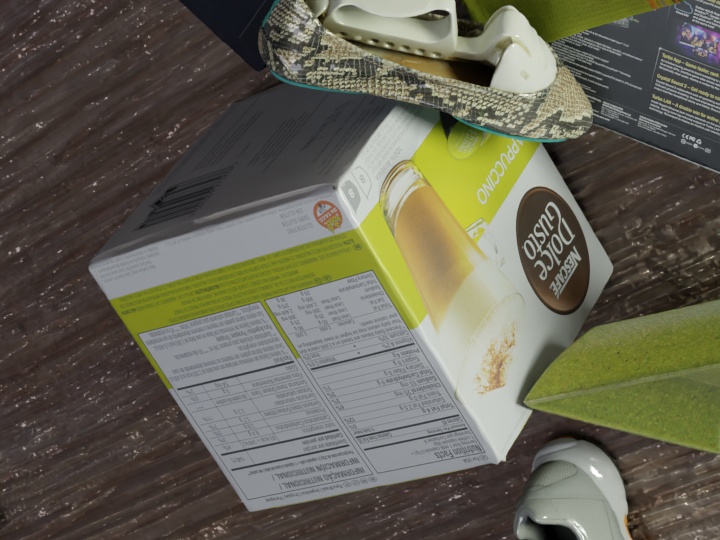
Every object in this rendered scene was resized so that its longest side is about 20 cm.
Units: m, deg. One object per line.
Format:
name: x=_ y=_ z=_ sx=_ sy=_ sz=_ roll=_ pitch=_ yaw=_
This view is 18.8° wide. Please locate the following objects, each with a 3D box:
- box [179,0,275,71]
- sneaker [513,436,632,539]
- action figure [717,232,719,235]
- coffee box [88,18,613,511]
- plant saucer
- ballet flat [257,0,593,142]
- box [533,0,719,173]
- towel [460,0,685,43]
box: x=-0.059 y=-0.256 z=1.226 sx=0.197 sy=0.124 sz=0.200 roll=44 pitch=140 yaw=1
sneaker: x=0.160 y=0.214 z=1.437 sx=0.076 sy=0.092 sz=0.200 roll=-26 pitch=104 yaw=41
action figure: x=0.248 y=-0.003 z=1.214 sx=0.118 sy=0.055 sz=0.200 roll=-3 pitch=160 yaw=2
coffee box: x=0.000 y=0.000 z=1.315 sx=0.200 sy=0.200 sz=0.198 roll=-16 pitch=115 yaw=38
plant saucer: x=0.229 y=0.056 z=1.246 sx=0.200 sy=0.200 sz=0.048 roll=-15 pitch=68 yaw=42
ballet flat: x=0.045 y=-0.121 z=1.196 sx=0.200 sy=0.068 sz=0.075 roll=12 pitch=138 yaw=-13
box: x=0.196 y=-0.139 z=1.213 sx=0.200 sy=0.044 sz=0.160 roll=22 pitch=129 yaw=18
towel: x=0.120 y=-0.170 z=1.177 sx=0.200 sy=0.018 sz=0.086 roll=-13 pitch=114 yaw=50
